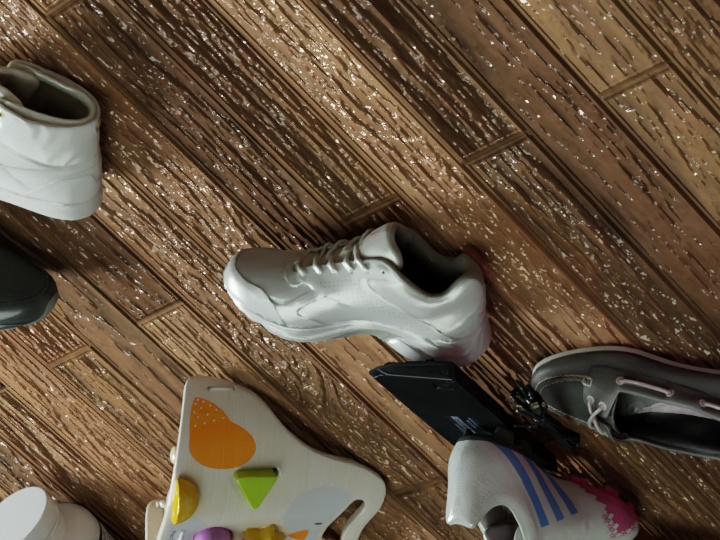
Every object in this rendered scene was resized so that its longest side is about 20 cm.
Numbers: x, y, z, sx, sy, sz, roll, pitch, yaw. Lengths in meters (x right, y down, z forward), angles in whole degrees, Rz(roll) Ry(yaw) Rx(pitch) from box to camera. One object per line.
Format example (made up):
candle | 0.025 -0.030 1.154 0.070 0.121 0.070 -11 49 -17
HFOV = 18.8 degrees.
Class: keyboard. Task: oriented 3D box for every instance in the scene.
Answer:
keyboard | 0.099 0.108 1.600 0.126 0.021 0.200 3 159 30

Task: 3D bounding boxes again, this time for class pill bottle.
pill bottle | -0.255 0.289 1.958 0.112 0.113 0.200 -12 128 36

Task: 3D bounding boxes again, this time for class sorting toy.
sorting toy | -0.077 0.194 1.798 0.178 0.108 0.201 8 142 -11

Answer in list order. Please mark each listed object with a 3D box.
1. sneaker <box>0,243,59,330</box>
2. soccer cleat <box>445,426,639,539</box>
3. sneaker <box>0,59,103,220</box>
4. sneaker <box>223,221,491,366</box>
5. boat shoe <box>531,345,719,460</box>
sneaker | -0.329 -0.016 1.691 0.198 0.076 0.080 20 138 5
soccer cleat | 0.132 0.187 1.633 0.199 0.087 0.070 29 156 -38
sneaker | -0.280 -0.112 1.569 0.198 0.074 0.116 12 138 0
sneaker | 0.000 0.000 1.553 0.198 0.078 0.100 9 132 5
boat shoe | 0.212 0.099 1.555 0.198 0.057 0.067 5 137 22
